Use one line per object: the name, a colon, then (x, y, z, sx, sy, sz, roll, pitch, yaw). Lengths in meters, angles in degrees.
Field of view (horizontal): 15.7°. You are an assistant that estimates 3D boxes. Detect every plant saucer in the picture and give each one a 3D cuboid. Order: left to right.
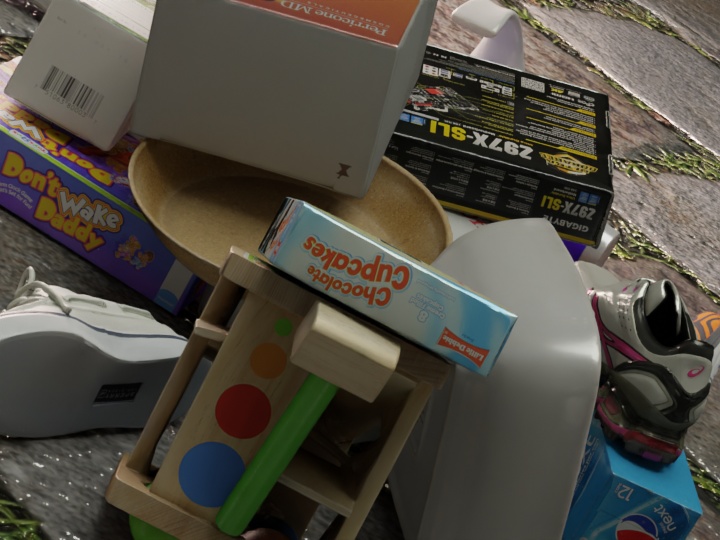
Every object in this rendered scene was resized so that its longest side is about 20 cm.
plant saucer: (-0.045, -0.028, 1.570, 0.200, 0.035, 0.200, 12, 31, -7)

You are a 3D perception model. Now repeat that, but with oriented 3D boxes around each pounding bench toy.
pounding bench toy: (-0.046, 0.087, 1.303, 0.124, 0.156, 0.200, 28, 0, -3)

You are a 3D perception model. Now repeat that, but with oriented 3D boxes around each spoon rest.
spoon rest: (0.100, -0.142, 2.077, 0.099, 0.200, 0.061, 28, 56, 20)

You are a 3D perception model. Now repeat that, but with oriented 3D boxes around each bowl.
bowl: (0.067, 0.083, 1.480, 0.075, 0.200, 0.200, 6, 26, -12)

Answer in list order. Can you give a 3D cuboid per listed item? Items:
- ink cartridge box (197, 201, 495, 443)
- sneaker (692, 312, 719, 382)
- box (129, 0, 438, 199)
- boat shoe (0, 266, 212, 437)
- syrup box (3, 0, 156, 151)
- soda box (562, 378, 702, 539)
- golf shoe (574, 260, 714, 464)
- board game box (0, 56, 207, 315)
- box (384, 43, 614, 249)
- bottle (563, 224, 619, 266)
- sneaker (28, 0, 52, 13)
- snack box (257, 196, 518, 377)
ink cartridge box: (0.024, 0.028, 1.640, 0.200, 0.083, 0.145, -5, 37, -38)
sneaker: (0.206, 0.052, 1.894, 0.112, 0.078, 0.200, 33, 20, 6)
box: (-0.039, -0.150, 1.633, 0.152, 0.106, 0.200, 16, 29, 3)
boat shoe: (-0.169, 0.037, 1.426, 0.086, 0.075, 0.202, 42, 21, 28)
syrup box: (-0.162, -0.149, 1.733, 0.079, 0.081, 0.200, 31, 16, -1)
soda box: (0.165, 0.121, 1.695, 0.068, 0.064, 0.200, 25, 20, -13)
golf shoe: (0.181, 0.040, 1.686, 0.073, 0.092, 0.200, 18, 22, -24)
board game box: (-0.171, -0.058, 1.686, 0.200, 0.045, 0.134, 32, 20, 5)
box: (0.069, -0.094, 1.750, 0.200, 0.049, 0.160, 15, 29, -4)
bottle: (0.108, -0.064, 2.037, 0.200, 0.065, 0.084, 34, -10, 12)
sneaker: (-0.209, -0.223, 1.967, 0.200, 0.087, 0.075, 32, 18, 2)
snack box: (0.009, 0.005, 1.315, 0.116, 0.037, 0.200, 28, 0, -4)
